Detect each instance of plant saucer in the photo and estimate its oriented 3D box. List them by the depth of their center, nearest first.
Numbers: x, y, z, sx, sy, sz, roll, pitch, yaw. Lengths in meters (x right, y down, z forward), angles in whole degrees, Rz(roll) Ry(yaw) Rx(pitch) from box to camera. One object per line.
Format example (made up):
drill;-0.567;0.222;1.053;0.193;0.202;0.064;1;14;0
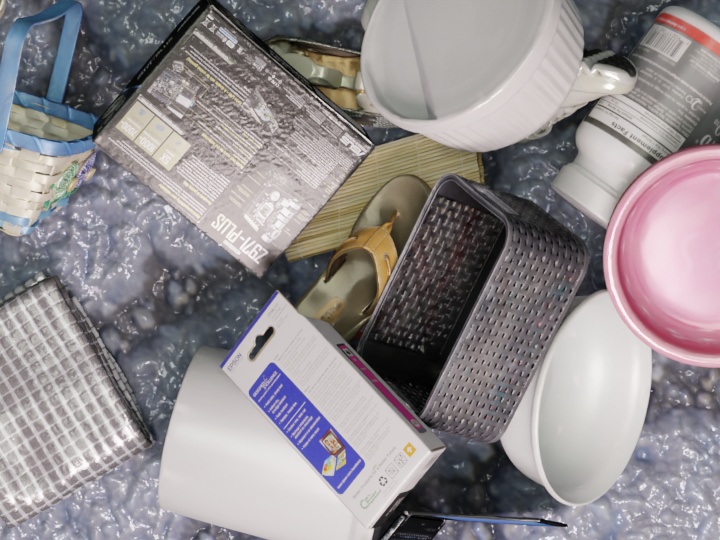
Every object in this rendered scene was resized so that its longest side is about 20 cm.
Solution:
plant saucer;0.315;-0.016;1.614;0.200;0.051;0.201;1;105;5

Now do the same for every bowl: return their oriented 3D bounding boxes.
bowl;0.180;0.108;1.665;0.090;0.201;0.201;12;91;36

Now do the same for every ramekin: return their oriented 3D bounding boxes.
ramekin;0.105;-0.197;1.614;0.202;0.094;0.203;-18;57;31

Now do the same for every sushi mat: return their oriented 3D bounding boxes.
sushi mat;0.019;-0.075;1.704;0.200;0.012;0.096;-15;61;16

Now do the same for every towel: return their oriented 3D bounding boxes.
towel;-0.311;0.120;1.724;0.165;0.086;0.200;-32;88;2

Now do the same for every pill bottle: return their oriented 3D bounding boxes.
pill bottle;0.270;-0.132;1.676;0.116;0.116;0.200;36;92;3

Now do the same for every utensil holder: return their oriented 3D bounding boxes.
utensil holder;-0.068;0.166;1.670;0.200;0.170;0.170;14;91;5

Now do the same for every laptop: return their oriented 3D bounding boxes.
laptop;0.076;0.273;1.646;0.103;0.177;0.200;39;91;17

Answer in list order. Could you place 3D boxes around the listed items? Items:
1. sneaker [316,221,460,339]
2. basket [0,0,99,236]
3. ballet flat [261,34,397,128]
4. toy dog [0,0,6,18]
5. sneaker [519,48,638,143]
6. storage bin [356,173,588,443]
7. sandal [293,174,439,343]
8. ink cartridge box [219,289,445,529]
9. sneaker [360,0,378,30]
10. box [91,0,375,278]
sneaker;-0.001;-0.001;1.726;0.200;0.077;0.082;-36;62;1
basket;-0.307;-0.146;1.685;0.139;0.176;0.200;14;109;7
ballet flat;-0.016;-0.177;1.717;0.200;0.072;0.072;12;91;3
toy dog;-0.441;-0.291;1.727;0.132;0.096;0.200;-37;88;3
sneaker;0.169;-0.160;1.676;0.200;0.075;0.081;0;101;41
storage bin;0.095;0.033;1.591;0.094;0.135;0.200;16;106;-32
sandal;0.000;0.000;1.649;0.080;0.054;0.200;40;89;15
ink cartridge box;-0.026;0.117;1.557;0.200;0.037;0.095;45;112;18
sneaker;0.083;-0.286;1.699;0.200;0.081;0.076;-34;75;0
box;-0.115;-0.122;1.650;0.200;0.086;0.164;39;97;-15
